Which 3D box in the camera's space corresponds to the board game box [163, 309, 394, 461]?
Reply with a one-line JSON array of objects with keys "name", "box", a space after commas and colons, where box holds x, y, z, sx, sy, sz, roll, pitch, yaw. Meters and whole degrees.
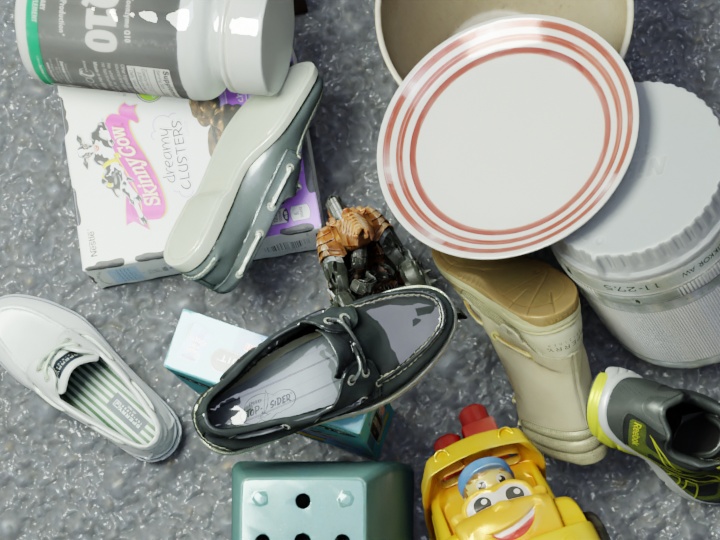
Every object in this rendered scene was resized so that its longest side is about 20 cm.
[{"name": "board game box", "box": [-0.056, 0.091, 1.247, 0.150, 0.200, 0.047, 18, 80, 8]}]

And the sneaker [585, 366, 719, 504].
[{"name": "sneaker", "box": [0.259, 0.136, 1.235, 0.199, 0.084, 0.075, 23, 83, -32]}]

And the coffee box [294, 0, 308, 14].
[{"name": "coffee box", "box": [-0.124, -0.311, 1.397, 0.114, 0.080, 0.201, -13, 78, 2]}]

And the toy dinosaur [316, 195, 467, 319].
[{"name": "toy dinosaur", "box": [0.000, 0.000, 1.260, 0.102, 0.200, 0.136, -29, 79, 17]}]

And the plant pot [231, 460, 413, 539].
[{"name": "plant pot", "box": [-0.034, 0.209, 1.221, 0.140, 0.200, 0.142, -1, 79, 4]}]

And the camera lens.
[{"name": "camera lens", "box": [0.232, -0.030, 1.239, 0.159, 0.200, 0.161, -13, 57, 22]}]

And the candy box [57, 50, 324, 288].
[{"name": "candy box", "box": [-0.139, -0.088, 1.355, 0.199, 0.072, 0.169, -11, 78, 1]}]

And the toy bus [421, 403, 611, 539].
[{"name": "toy bus", "box": [0.103, 0.184, 1.222, 0.135, 0.200, 0.193, -18, 63, -2]}]

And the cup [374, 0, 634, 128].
[{"name": "cup", "box": [0.114, -0.186, 1.321, 0.199, 0.143, 0.202, -1, 79, 4]}]

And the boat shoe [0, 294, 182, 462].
[{"name": "boat shoe", "box": [-0.228, 0.079, 1.329, 0.199, 0.067, 0.074, 32, 82, 10]}]

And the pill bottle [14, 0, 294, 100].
[{"name": "pill bottle", "box": [-0.159, -0.194, 1.285, 0.199, 0.113, 0.114, 6, 79, 12]}]

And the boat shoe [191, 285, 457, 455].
[{"name": "boat shoe", "box": [-0.025, 0.064, 1.113, 0.198, 0.066, 0.075, -21, 77, -1]}]

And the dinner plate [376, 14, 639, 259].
[{"name": "dinner plate", "box": [0.107, -0.096, 1.195, 0.199, 0.024, 0.201, -9, 64, 19]}]

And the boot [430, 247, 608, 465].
[{"name": "boot", "box": [0.127, 0.054, 1.297, 0.073, 0.200, 0.156, -26, 119, -14]}]

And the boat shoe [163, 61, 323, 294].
[{"name": "boat shoe", "box": [-0.081, -0.073, 1.293, 0.062, 0.073, 0.201, 41, 71, -33]}]
